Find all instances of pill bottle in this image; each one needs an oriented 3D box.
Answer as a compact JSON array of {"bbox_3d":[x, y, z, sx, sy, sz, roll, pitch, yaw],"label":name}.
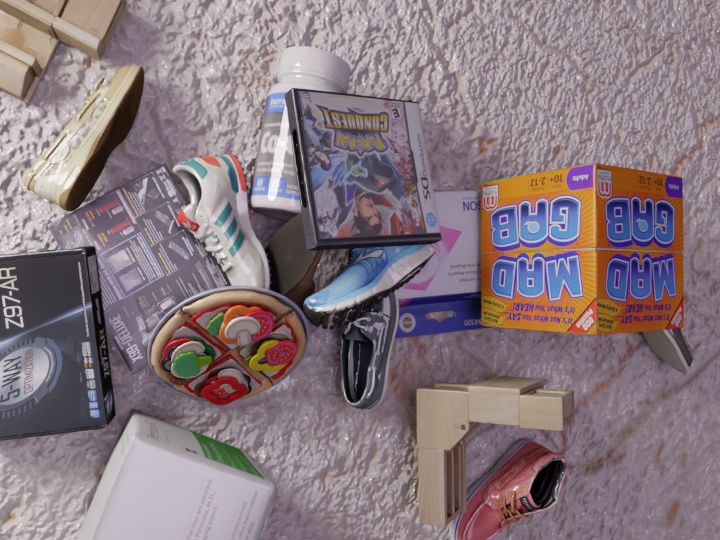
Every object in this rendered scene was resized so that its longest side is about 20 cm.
[{"bbox_3d":[-0.074,-0.169,0.875,0.111,0.113,0.207,11,85,-19],"label":"pill bottle"}]

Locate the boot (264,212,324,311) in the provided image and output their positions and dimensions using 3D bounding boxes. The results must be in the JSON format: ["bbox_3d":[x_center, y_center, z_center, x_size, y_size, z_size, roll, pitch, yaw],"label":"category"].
[{"bbox_3d":[-0.084,0.012,0.857,0.074,0.074,0.202,4,127,-45],"label":"boot"}]

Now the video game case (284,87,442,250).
[{"bbox_3d":[0.008,-0.121,0.830,0.196,0.025,0.187,-4,82,-37],"label":"video game case"}]

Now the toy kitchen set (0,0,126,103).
[{"bbox_3d":[-0.382,-0.297,0.729,0.196,0.180,0.167,25,82,-13],"label":"toy kitchen set"}]

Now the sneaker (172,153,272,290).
[{"bbox_3d":[-0.173,-0.042,0.820,0.092,0.070,0.206,-7,79,-40],"label":"sneaker"}]

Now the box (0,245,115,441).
[{"bbox_3d":[-0.371,0.082,0.770,0.155,0.044,0.207,-5,97,-6],"label":"box"}]

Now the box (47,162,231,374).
[{"bbox_3d":[-0.260,-0.002,0.838,0.156,0.050,0.204,-31,99,-17],"label":"box"}]

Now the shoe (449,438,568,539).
[{"bbox_3d":[0.214,0.332,0.984,0.200,0.091,0.072,-44,103,-15],"label":"shoe"}]

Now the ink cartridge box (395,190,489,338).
[{"bbox_3d":[0.118,-0.011,0.983,0.191,0.043,0.207,-5,89,-21],"label":"ink cartridge box"}]

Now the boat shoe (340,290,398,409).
[{"bbox_3d":[0.007,0.084,0.914,0.061,0.071,0.207,3,90,-64],"label":"boat shoe"}]

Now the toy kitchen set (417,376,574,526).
[{"bbox_3d":[0.199,0.247,0.949,0.162,0.195,0.187,4,85,-62],"label":"toy kitchen set"}]

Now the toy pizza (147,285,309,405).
[{"bbox_3d":[-0.154,0.100,0.820,0.194,0.032,0.204,-11,135,-11],"label":"toy pizza"}]

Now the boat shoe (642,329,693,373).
[{"bbox_3d":[0.480,0.073,1.098,0.060,0.072,0.204,-38,98,-11],"label":"boat shoe"}]

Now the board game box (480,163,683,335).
[{"bbox_3d":[0.303,-0.024,0.944,0.195,0.198,0.207,0,89,-34],"label":"board game box"}]

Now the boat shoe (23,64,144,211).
[{"bbox_3d":[-0.317,-0.168,0.799,0.061,0.074,0.204,23,63,-3],"label":"boat shoe"}]

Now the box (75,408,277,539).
[{"bbox_3d":[-0.219,0.291,0.769,0.168,0.198,0.205,23,80,-17],"label":"box"}]

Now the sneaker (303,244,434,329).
[{"bbox_3d":[0.000,0.000,0.874,0.198,0.079,0.091,-33,78,-30],"label":"sneaker"}]

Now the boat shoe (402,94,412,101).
[{"bbox_3d":[0.036,-0.146,0.924,0.065,0.074,0.202,33,64,-7],"label":"boat shoe"}]
